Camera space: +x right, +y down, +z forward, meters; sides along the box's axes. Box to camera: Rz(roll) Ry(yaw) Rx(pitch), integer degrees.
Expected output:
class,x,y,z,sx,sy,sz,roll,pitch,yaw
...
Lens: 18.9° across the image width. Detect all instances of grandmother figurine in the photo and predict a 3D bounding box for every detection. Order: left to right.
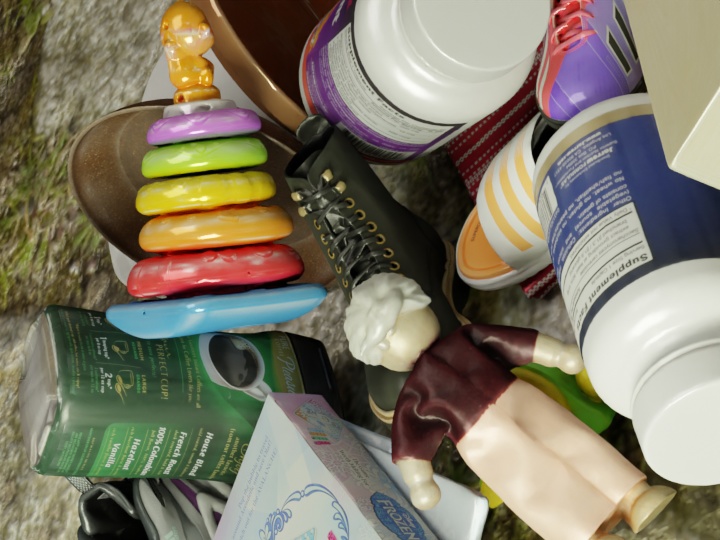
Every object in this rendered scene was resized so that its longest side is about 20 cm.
class,x,y,z,sx,sy,sz,roll,pitch,yaw
grandmother figurine,0.066,0.078,1.151,0.121,0.200,0.061,-40,-15,-21

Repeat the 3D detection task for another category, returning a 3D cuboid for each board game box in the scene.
class,x,y,z,sx,sy,sz,roll,pitch,yaw
board game box,-0.026,0.206,1.229,0.199,0.043,0.200,47,124,47

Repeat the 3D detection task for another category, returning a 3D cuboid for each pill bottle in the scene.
class,x,y,z,sx,sy,sz,roll,pitch,yaw
pill bottle,0.040,-0.135,1.289,0.200,0.111,0.112,152,139,-71
pill bottle,0.164,0.010,1.135,0.111,0.111,0.200,-41,40,26

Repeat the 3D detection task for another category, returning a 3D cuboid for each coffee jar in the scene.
class,x,y,z,sx,sy,sz,roll,pitch,yaw
coffee jar,-0.108,0.083,1.354,0.104,0.200,0.085,-107,32,-46

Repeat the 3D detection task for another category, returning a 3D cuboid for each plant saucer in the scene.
class,x,y,z,sx,sy,sz,roll,pitch,yaw
plant saucer,-0.094,-0.052,1.432,0.200,0.200,0.037,-21,39,42
plant saucer,-0.051,-0.159,1.442,0.032,0.200,0.201,-34,43,26

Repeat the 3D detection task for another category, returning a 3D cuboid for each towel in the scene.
class,x,y,z,sx,sy,sz,roll,pitch,yaw
towel,0.122,-0.089,1.334,0.145,0.022,0.200,-45,40,19

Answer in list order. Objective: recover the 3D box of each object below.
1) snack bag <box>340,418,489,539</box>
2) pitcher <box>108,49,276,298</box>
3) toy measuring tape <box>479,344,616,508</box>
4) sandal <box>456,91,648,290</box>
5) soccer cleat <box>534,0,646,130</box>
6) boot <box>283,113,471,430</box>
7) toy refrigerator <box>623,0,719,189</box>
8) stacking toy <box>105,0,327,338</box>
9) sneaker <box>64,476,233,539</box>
class,x,y,z,sx,sy,sz,roll,pitch,yaw
snack bag,0.005,0.188,1.243,0.200,0.021,0.189,16,98,55
pitcher,-0.118,-0.100,1.561,0.200,0.121,0.172,-60,38,20
toy measuring tape,0.065,0.098,1.228,0.200,0.074,0.074,-39,41,29
sandal,0.123,-0.068,1.252,0.207,0.059,0.079,-35,43,27
soccer cleat,0.131,-0.152,1.258,0.068,0.073,0.200,-11,34,19
boot,0.000,0.000,1.269,0.077,0.138,0.200,-35,20,12
toy refrigerator,0.197,-0.123,1.146,0.200,0.070,0.076,-94,28,-56
stacking toy,-0.095,-0.064,1.307,0.116,0.110,0.200,-7,91,53
sneaker,-0.138,0.142,1.394,0.078,0.140,0.200,-47,38,21
